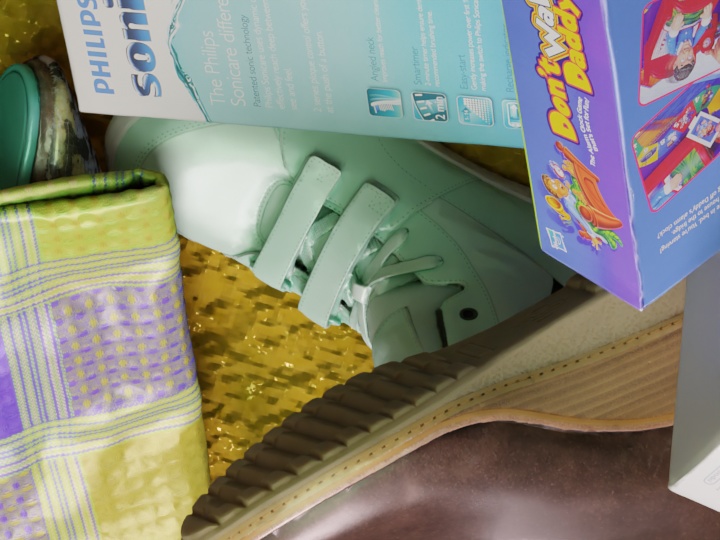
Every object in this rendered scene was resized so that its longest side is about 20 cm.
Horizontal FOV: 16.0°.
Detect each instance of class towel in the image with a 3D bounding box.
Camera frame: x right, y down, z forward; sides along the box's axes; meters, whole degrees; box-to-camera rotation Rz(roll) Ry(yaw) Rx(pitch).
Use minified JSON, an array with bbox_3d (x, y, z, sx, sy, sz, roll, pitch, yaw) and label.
[{"bbox_3d":[-0.126,0.053,0.926,0.143,0.023,0.200,-13,134,-12],"label":"towel"}]

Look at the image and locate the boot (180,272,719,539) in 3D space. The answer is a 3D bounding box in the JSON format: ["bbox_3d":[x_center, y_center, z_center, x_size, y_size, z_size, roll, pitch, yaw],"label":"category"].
[{"bbox_3d":[0.060,0.100,0.825,0.200,0.072,0.167,-27,103,-7],"label":"boot"}]

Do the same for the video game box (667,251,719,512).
[{"bbox_3d":[0.191,0.017,0.822,0.182,0.200,0.047,24,138,-13],"label":"video game box"}]

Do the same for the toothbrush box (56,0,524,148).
[{"bbox_3d":[0.003,-0.123,0.805,0.199,0.085,0.147,4,130,16],"label":"toothbrush box"}]

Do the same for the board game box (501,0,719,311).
[{"bbox_3d":[0.131,-0.098,0.752,0.045,0.200,0.135,34,148,40],"label":"board game box"}]

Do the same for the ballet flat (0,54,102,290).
[{"bbox_3d":[-0.123,0.005,0.950,0.072,0.072,0.201,21,123,-6],"label":"ballet flat"}]

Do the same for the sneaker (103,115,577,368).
[{"bbox_3d":[0.000,0.000,0.890,0.200,0.118,0.074,19,123,-5],"label":"sneaker"}]
